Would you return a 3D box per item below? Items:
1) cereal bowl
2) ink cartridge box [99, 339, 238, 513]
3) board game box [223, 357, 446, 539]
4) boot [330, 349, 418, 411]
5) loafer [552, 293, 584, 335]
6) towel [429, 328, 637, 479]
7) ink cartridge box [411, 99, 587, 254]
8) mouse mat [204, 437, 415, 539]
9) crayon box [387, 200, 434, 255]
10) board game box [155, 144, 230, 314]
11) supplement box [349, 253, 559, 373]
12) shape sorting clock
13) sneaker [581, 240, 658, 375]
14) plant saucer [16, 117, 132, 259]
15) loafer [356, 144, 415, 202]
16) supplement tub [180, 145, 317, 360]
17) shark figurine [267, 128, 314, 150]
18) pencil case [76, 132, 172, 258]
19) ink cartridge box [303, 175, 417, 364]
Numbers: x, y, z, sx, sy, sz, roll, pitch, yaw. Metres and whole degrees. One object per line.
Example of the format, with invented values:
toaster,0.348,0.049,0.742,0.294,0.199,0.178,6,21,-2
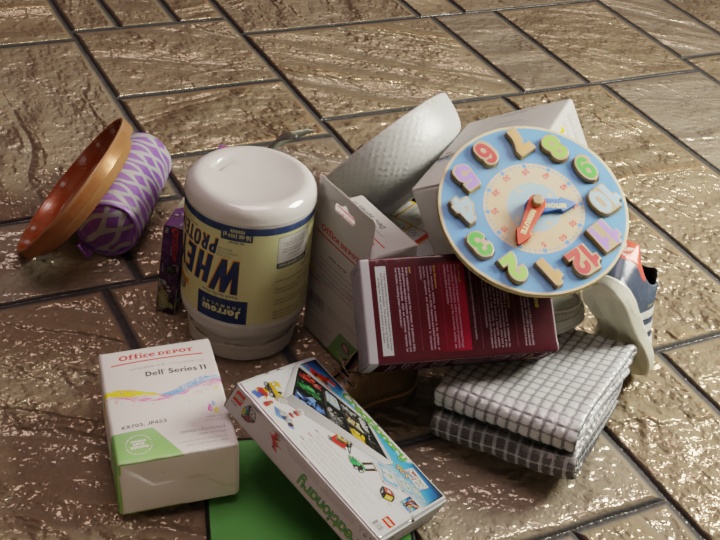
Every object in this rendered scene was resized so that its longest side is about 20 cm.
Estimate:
cereal bowl,0.047,-0.129,1.523,0.084,0.200,0.200,53,44,0
ink cartridge box,-0.194,0.136,1.214,0.116,0.068,0.201,-8,37,-14
board game box,-0.023,0.173,1.166,0.200,0.035,0.126,45,29,20
boot,-0.021,0.118,1.289,0.199,0.076,0.074,-20,44,-34
loafer,0.145,0.034,1.321,0.197,0.071,0.070,-2,26,-8
towel,0.183,0.131,1.304,0.164,0.087,0.200,15,29,24
ink cartridge box,0.176,-0.082,1.424,0.143,0.148,0.200,-10,25,31
mouse mat,-0.054,0.217,1.197,0.197,0.008,0.162,0,34,-10
crayon box,0.101,-0.008,1.521,0.199,0.052,0.125,26,38,27
board game box,-0.193,-0.052,1.465,0.032,0.121,0.201,12,35,7
supplement box,0.094,0.041,1.252,0.197,0.061,0.110,-3,78,-10
shape sorting clock,0.176,-0.064,1.248,0.197,0.039,0.202,4,64,-8
sneaker,0.298,0.041,1.354,0.074,0.201,0.085,20,66,27
plant saucer,-0.334,-0.094,1.461,0.032,0.200,0.201,40,28,-20
loafer,0.074,-0.109,1.658,0.199,0.074,0.071,35,32,26
supplement tub,-0.125,-0.018,1.354,0.143,0.202,0.146,5,33,-4
shark figurine,-0.110,-0.069,1.527,0.127,0.217,0.089,-9,-16,26
pencil case,-0.297,-0.098,1.550,0.085,0.084,0.201,-26,25,20
ink cartridge box,0.000,0.000,1.353,0.067,0.202,0.117,-15,40,-31
